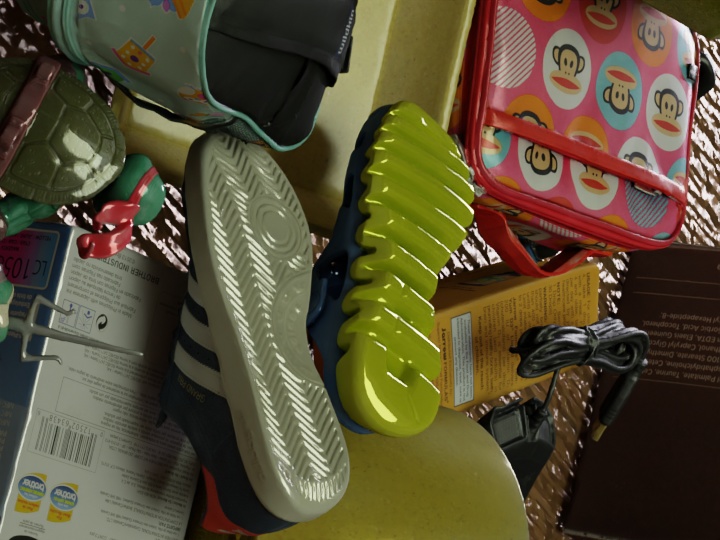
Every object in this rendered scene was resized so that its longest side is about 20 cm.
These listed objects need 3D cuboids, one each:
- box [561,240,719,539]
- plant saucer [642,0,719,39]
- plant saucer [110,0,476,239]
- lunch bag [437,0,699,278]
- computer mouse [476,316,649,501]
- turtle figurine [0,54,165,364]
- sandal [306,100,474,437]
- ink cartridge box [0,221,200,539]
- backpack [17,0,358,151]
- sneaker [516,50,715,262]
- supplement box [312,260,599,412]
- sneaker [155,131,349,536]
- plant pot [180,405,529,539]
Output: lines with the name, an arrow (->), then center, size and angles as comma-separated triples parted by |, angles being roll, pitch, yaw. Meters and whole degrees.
box -> 0.257, 0.103, 1.833 | 0.166, 0.164, 0.201 | 30, 72, -50
plant saucer -> 0.163, -0.181, 1.589 | 0.048, 0.199, 0.200 | -62, 162, 13
plant saucer -> -0.040, -0.123, 1.495 | 0.199, 0.048, 0.201 | 19, 79, -32
lunch bag -> 0.105, -0.085, 1.616 | 0.199, 0.082, 0.177 | 17, 76, -45
computer mouse -> 0.089, 0.104, 1.660 | 0.140, 0.046, 0.201 | -7, 128, -51
turtle figurine -> -0.159, -0.057, 1.290 | 0.199, 0.101, 0.150 | 31, 49, -6
sandal -> 0.000, 0.000, 1.446 | 0.079, 0.087, 0.201 | 40, 48, -31
ink cartridge box -> -0.146, 0.088, 1.397 | 0.136, 0.076, 0.201 | 24, 74, -50
backpack -> -0.073, -0.158, 1.321 | 0.200, 0.153, 0.177 | 6, 106, -82
sneaker -> 0.151, -0.081, 1.743 | 0.200, 0.082, 0.071 | -48, 129, -36
supplement box -> 0.059, 0.040, 1.657 | 0.200, 0.066, 0.069 | -19, 109, -48
sneaker -> -0.068, 0.033, 1.385 | 0.075, 0.084, 0.201 | 10, 62, -42
plant pot -> -0.033, 0.150, 1.468 | 0.142, 0.199, 0.201 | 20, 79, -40
